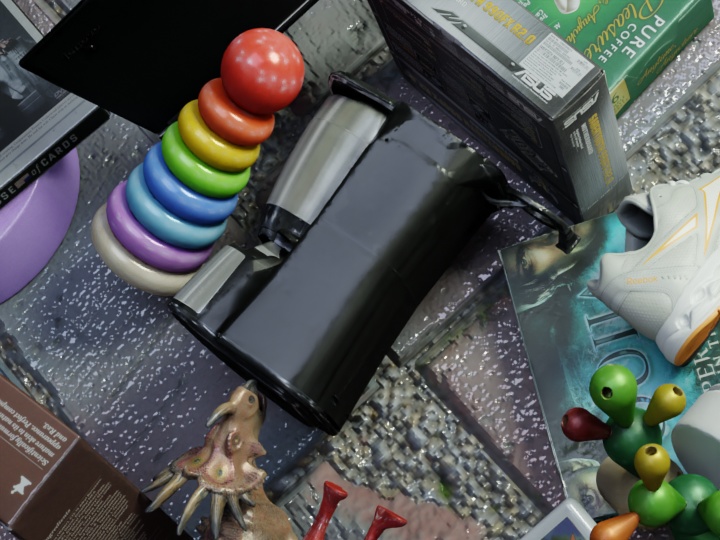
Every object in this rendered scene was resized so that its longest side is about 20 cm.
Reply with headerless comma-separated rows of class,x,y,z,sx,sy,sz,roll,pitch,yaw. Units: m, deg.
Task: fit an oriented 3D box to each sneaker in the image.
sneaker,0.216,-0.038,1.149,0.092,0.076,0.200,33,56,11

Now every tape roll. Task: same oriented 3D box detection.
tape roll,-0.313,-0.066,1.363,0.198,0.066,0.202,-6,64,13

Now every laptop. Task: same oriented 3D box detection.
laptop,-0.107,-0.194,1.243,0.187,0.116,0.200,-38,17,24

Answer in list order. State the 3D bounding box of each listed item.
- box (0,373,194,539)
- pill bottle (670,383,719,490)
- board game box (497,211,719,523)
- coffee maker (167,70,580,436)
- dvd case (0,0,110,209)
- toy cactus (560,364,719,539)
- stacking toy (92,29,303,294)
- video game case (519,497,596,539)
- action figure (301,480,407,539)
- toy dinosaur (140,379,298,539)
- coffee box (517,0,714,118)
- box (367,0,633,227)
box,-0.192,0.142,1.149,0.100,0.200,0.075,32,78,27
pill bottle,0.280,0.056,1.077,0.114,0.115,0.200,37,71,28
board game box,0.176,0.057,1.174,0.134,0.028,0.202,-18,62,8
coffee maker,0.000,0.000,1.181,0.191,0.135,0.201,28,79,40
dvd case,-0.294,-0.130,1.337,0.150,0.025,0.200,-40,62,-5
toy cactus,0.176,0.140,1.038,0.200,0.165,0.102,44,82,-12
stacking toy,-0.104,-0.079,1.228,0.201,0.085,0.086,-54,54,32
video game case,0.118,0.265,1.039,0.182,0.022,0.200,-43,78,12
action figure,-0.033,0.230,1.057,0.065,0.099,0.202,25,87,-13
toy dinosaur,-0.079,0.184,1.131,0.085,0.136,0.202,-15,63,10
coffee box,0.139,-0.199,1.298,0.123,0.044,0.200,-47,61,-7
box,0.089,-0.131,1.215,0.048,0.159,0.200,-43,61,-7
